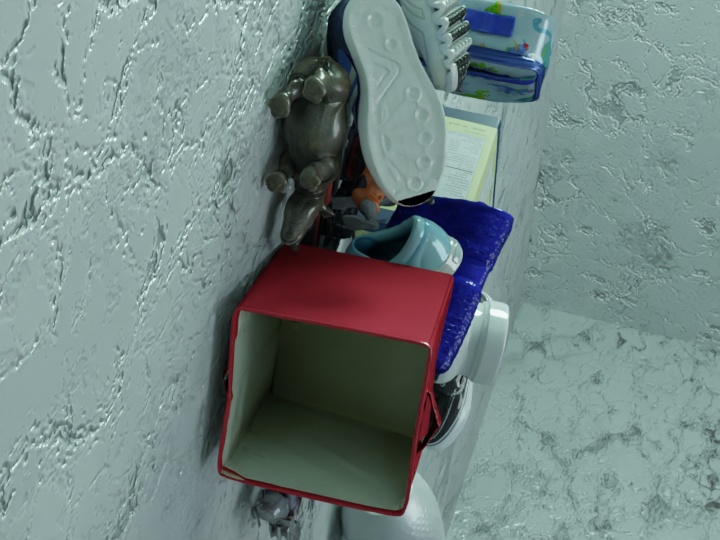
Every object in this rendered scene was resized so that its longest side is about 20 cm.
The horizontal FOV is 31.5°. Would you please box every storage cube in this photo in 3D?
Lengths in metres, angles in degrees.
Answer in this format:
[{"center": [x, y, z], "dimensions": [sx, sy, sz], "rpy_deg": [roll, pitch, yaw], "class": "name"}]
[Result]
[{"center": [-0.017, 0.095, 1.180], "dimensions": [0.180, 0.199, 0.172], "rpy_deg": [-63, 162, -68], "class": "storage cube"}]

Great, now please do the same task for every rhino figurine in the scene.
[{"center": [-0.046, -0.101, 1.154], "dimensions": [0.088, 0.059, 0.201], "rpy_deg": [-57, 158, -54], "class": "rhino figurine"}]

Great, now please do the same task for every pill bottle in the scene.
[{"center": [0.060, 0.063, 1.440], "dimensions": [0.116, 0.199, 0.117], "rpy_deg": [-168, -90, -90], "class": "pill bottle"}]

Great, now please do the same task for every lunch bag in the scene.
[{"center": [0.099, -0.237, 1.333], "dimensions": [0.161, 0.199, 0.083], "rpy_deg": [76, 27, -83], "class": "lunch bag"}]

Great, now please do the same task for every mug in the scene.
[{"center": [0.037, 0.338, 1.864], "dimensions": [0.176, 0.147, 0.201], "rpy_deg": [76, -2, -50], "class": "mug"}]

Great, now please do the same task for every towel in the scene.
[{"center": [0.062, 0.009, 1.338], "dimensions": [0.050, 0.147, 0.201], "rpy_deg": [51, 55, -44], "class": "towel"}]

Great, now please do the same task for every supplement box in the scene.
[{"center": [0.086, -0.069, 1.615], "dimensions": [0.201, 0.133, 0.201], "rpy_deg": [86, 20, -54], "class": "supplement box"}]

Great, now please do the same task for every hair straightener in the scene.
[{"center": [-0.034, -0.072, 1.280], "dimensions": [0.077, 0.041, 0.201], "rpy_deg": [-63, 162, -49], "class": "hair straightener"}]

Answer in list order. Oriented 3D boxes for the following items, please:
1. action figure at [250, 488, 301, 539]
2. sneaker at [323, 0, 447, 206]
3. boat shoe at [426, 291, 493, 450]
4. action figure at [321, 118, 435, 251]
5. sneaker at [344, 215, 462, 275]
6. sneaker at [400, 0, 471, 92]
[{"center": [-0.071, 0.204, 1.359], "dimensions": [0.200, 0.069, 0.131], "rpy_deg": [-54, 161, -54], "class": "action figure"}, {"center": [0.019, -0.159, 1.198], "dimensions": [0.146, 0.080, 0.201], "rpy_deg": [-165, -120, -80], "class": "sneaker"}, {"center": [0.105, 0.114, 1.533], "dimensions": [0.066, 0.070, 0.201], "rpy_deg": [28, 83, -48], "class": "boat shoe"}, {"center": [0.021, -0.081, 1.354], "dimensions": [0.194, 0.104, 0.201], "rpy_deg": [-83, -172, -79], "class": "action figure"}, {"center": [0.000, 0.000, 1.282], "dimensions": [0.082, 0.199, 0.074], "rpy_deg": [44, 27, -33], "class": "sneaker"}, {"center": [0.051, -0.266, 1.225], "dimensions": [0.075, 0.081, 0.201], "rpy_deg": [-36, 110, -65], "class": "sneaker"}]
